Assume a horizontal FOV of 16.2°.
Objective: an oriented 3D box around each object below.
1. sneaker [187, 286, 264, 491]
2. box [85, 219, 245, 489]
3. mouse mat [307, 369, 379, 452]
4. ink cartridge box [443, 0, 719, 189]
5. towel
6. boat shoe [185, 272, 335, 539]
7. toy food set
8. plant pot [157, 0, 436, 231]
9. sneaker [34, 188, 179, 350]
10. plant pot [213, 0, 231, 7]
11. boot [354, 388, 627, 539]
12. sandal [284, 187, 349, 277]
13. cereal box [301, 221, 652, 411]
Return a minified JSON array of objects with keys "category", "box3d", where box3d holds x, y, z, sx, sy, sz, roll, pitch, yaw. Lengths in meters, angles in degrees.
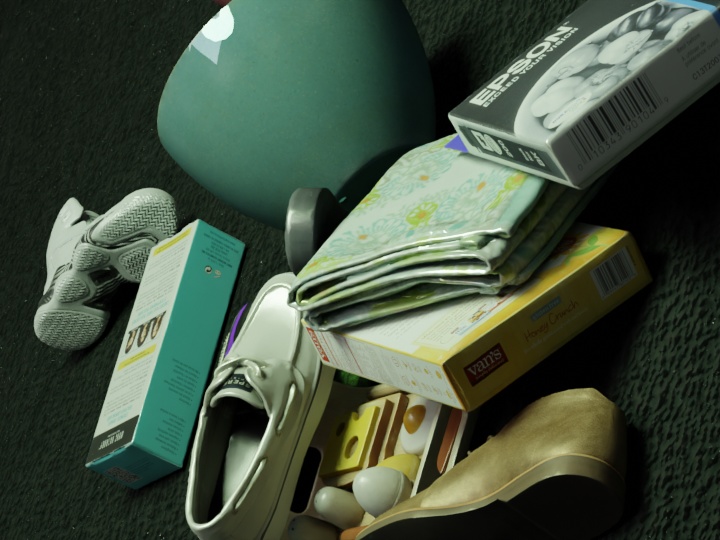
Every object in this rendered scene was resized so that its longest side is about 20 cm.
[{"category":"sneaker","box3d":[-0.069,0.092,1.726,0.100,0.069,0.201,119,160,-55]},{"category":"box","box3d":[-0.152,0.066,1.997,0.082,0.049,0.201,-28,41,53]},{"category":"mouse mat","box3d":[-0.029,0.048,1.816,0.161,0.007,0.201,-45,28,35]},{"category":"ink cartridge box","box3d":[0.150,-0.132,1.494,0.198,0.044,0.200,-39,20,-11]},{"category":"towel","box3d":[0.062,-0.040,1.542,0.170,0.048,0.200,-13,23,38]},{"category":"boat shoe","box3d":[-0.071,0.087,1.639,0.071,0.066,0.201,5,67,31]},{"category":"toy food set","box3d":[0.003,0.118,1.608,0.200,0.060,0.145,-20,48,57]},{"category":"plant pot","box3d":[-0.024,-0.101,1.775,0.200,0.199,0.135,-52,61,23]},{"category":"sneaker","box3d":[-0.221,-0.029,2.205,0.200,0.075,0.116,-49,30,37]},{"category":"plant pot","box3d":[-0.117,-0.344,2.195,0.200,0.178,0.201,-45,28,33]},{"category":"boot","box3d":[0.077,0.129,1.445,0.199,0.074,0.076,-27,35,39]},{"category":"sandal","box3d":[0.000,0.001,1.645,0.042,0.200,0.077,0,79,16]},{"category":"cereal box","box3d":[0.066,0.018,1.522,0.143,0.040,0.200,-34,19,-17]}]
